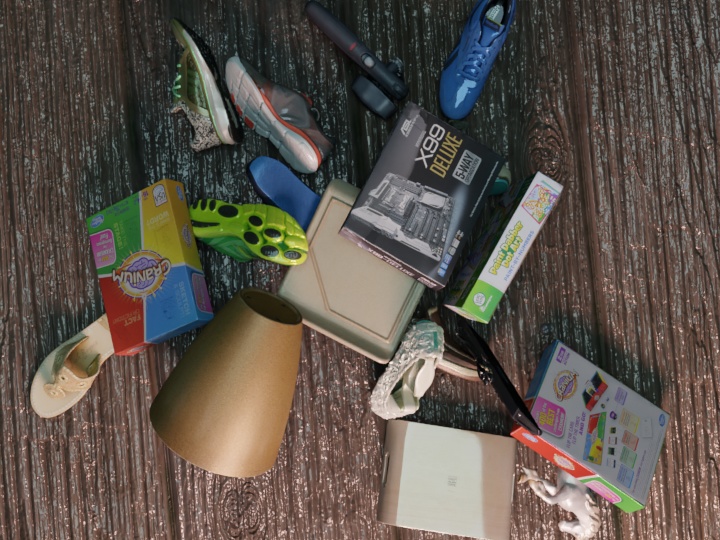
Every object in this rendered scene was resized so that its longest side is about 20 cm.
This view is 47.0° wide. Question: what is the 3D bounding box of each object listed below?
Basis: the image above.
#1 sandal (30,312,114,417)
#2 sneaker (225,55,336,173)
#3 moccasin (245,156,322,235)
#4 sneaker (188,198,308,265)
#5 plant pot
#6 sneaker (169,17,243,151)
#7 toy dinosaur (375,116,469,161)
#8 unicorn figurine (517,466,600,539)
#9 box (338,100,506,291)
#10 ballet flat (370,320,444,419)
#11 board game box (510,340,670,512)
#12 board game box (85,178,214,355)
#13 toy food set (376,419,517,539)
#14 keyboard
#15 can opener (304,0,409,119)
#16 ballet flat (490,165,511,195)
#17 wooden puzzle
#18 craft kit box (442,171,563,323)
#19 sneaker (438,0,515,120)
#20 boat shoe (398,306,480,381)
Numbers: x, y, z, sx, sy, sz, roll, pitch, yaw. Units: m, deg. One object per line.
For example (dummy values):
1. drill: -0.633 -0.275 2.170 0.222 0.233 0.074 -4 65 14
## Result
1. sandal: -0.399 0.126 1.172 0.211 0.070 0.078 -43 90 -1
2. sneaker: -0.113 -0.233 1.194 0.082 0.077 0.201 -42 93 -29
3. moccasin: -0.085 -0.088 1.179 0.080 0.068 0.201 -42 114 -15
4. sneaker: -0.152 -0.051 1.155 0.197 0.084 0.075 17 76 25
5. plant pot: -0.157 0.133 1.094 0.184 0.187 0.202 26 107 -1
6. sneaker: -0.243 -0.261 1.183 0.087 0.077 0.203 -23 88 7
7. toy dinosaur: 0.066 -0.170 1.179 0.200 0.088 0.048 -43 135 -17
8. unicorn figurine: 0.293 0.297 1.183 0.135 0.074 0.203 21 83 -12
9. box: 0.083 -0.100 1.113 0.156 0.050 0.202 30 77 -5
10. ballet flat: 0.064 0.154 1.129 0.071 0.072 0.202 20 131 -1
11. board game box: 0.325 0.216 1.161 0.198 0.040 0.154 34 57 -1
12. board game box: -0.292 -0.003 1.144 0.151 0.040 0.203 -22 77 23
13. toy food set: 0.128 0.302 1.196 0.196 0.060 0.146 9 78 -3
14. keyboard: 0.172 0.132 1.110 0.021 0.201 0.127 -39 124 9
15. can opener: -0.007 -0.313 1.189 0.078 0.063 0.200 -42 91 -1
16. ballet flat: 0.118 -0.130 1.197 0.196 0.069 0.071 -9 90 -3
17. wooden puzzle: 0.000 0.000 1.147 0.183 0.037 0.203 26 85 2
18. craft kit box: 0.187 -0.027 1.124 0.048 0.200 0.200 27 88 -1
19. sneaker: 0.166 -0.315 1.187 0.065 0.078 0.203 24 90 -3
20. boat shoe: 0.095 0.087 1.181 0.200 0.075 0.076 25 92 0
